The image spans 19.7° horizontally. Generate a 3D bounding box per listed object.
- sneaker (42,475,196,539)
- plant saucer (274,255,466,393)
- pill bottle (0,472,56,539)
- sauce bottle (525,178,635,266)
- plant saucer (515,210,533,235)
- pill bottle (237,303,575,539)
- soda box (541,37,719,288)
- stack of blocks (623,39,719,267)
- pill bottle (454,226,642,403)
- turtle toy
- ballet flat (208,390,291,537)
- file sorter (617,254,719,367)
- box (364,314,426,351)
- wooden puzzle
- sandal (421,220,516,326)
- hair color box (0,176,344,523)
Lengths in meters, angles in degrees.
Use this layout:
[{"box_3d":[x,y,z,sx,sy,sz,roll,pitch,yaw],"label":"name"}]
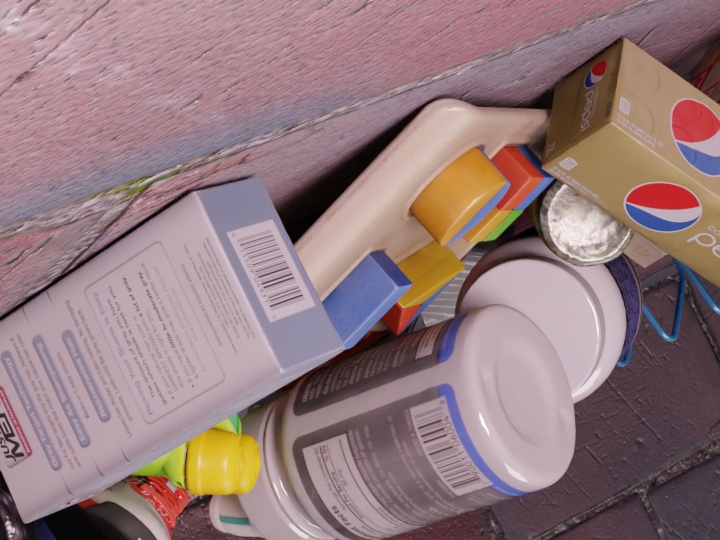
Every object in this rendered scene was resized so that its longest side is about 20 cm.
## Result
[{"box_3d":[-0.138,0.142,1.344,0.108,0.067,0.201,-39,-172,-19],"label":"sneaker"},{"box_3d":[0.000,0.000,1.289,0.200,0.032,0.201,-37,162,-14],"label":"plant saucer"},{"box_3d":[-0.270,0.191,1.545,0.111,0.113,0.200,-29,173,24],"label":"pill bottle"},{"box_3d":[0.133,-0.051,1.326,0.064,0.065,0.200,-27,-169,3],"label":"sauce bottle"},{"box_3d":[0.132,-0.017,1.780,0.199,0.051,0.201,-27,173,-3],"label":"plant saucer"},{"box_3d":[0.023,0.103,1.274,0.199,0.115,0.113,-22,177,34],"label":"pill bottle"},{"box_3d":[0.203,-0.047,1.213,0.064,0.199,0.068,-34,-147,46],"label":"soda box"},{"box_3d":[0.232,-0.091,1.340,0.116,0.058,0.200,-59,-170,-28],"label":"stack of blocks"},{"box_3d":[0.125,0.031,1.387,0.115,0.116,0.200,-28,179,13],"label":"pill bottle"},{"box_3d":[-0.130,0.080,1.249,0.144,0.102,0.200,4,175,5],"label":"turtle toy"},{"box_3d":[-0.058,0.118,1.421,0.069,0.070,0.200,-29,-165,24],"label":"ballet flat"},{"box_3d":[0.251,-0.036,1.591,0.199,0.123,0.139,-29,-162,26],"label":"file sorter"},{"box_3d":[0.030,0.100,1.457,0.060,0.117,0.200,-22,-175,6],"label":"box"},{"box_3d":[0.035,-0.017,1.183,0.185,0.046,0.200,-45,164,17],"label":"wooden puzzle"},{"box_3d":[0.069,-0.016,1.530,0.082,0.050,0.203,-1,152,-19],"label":"sandal"},{"box_3d":[-0.114,0.043,1.064,0.199,0.100,0.060,-31,173,33],"label":"hair color box"}]
